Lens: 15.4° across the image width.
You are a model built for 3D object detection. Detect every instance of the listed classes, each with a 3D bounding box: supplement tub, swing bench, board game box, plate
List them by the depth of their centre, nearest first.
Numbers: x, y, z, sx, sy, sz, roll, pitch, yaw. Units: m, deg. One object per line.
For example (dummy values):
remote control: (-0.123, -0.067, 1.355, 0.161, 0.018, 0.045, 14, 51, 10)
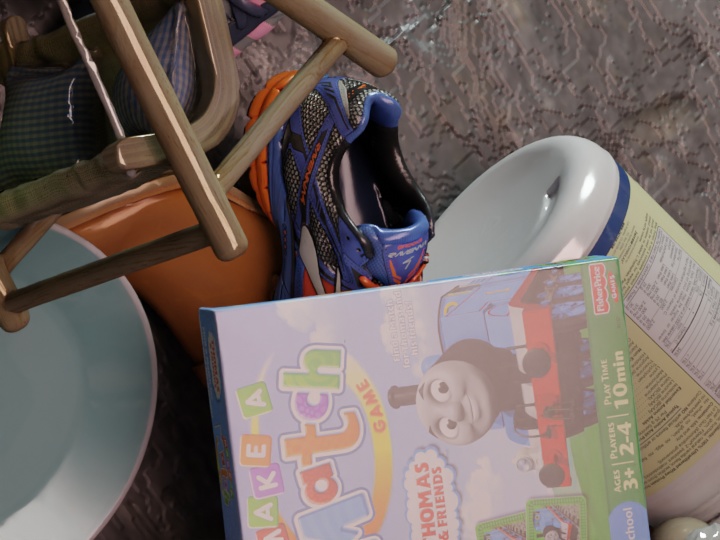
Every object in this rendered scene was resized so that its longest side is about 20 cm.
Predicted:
swing bench: (-0.132, -0.099, 1.121, 0.200, 0.199, 0.130, 49, 56, -17)
plate: (-0.187, 0.065, 1.239, 0.200, 0.026, 0.200, -13, 115, -30)
board game box: (0.032, 0.080, 1.246, 0.200, 0.037, 0.152, -8, 93, -16)
supplement tub: (0.132, 0.043, 1.390, 0.200, 0.145, 0.145, 43, 66, -21)

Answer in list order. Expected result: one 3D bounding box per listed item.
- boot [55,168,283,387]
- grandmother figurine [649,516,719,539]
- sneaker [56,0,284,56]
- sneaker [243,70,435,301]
boot: (-0.075, 0.024, 1.313, 0.200, 0.074, 0.155, -14, 97, -28)
grandmother figurine: (0.102, 0.126, 1.343, 0.200, 0.121, 0.061, 17, 74, 4)
sneaker: (-0.077, -0.135, 1.318, 0.200, 0.082, 0.070, -45, 109, -26)
sneaker: (0.000, 0.000, 1.283, 0.075, 0.078, 0.200, -22, 100, -39)
